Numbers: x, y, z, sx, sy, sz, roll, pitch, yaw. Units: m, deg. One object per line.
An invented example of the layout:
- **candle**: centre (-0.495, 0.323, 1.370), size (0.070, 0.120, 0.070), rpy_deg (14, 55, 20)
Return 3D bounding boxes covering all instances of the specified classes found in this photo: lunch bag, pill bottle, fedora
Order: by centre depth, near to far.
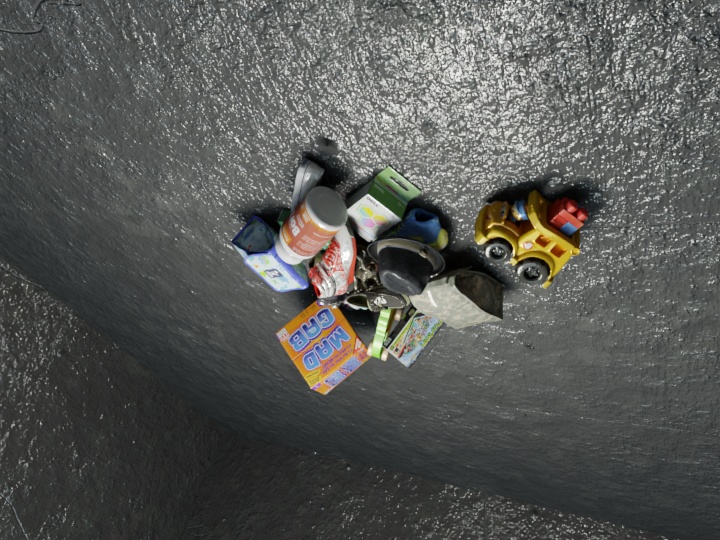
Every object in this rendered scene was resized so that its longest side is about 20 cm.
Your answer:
- **fedora**: centre (0.102, 0.000, 1.387), size (0.195, 0.094, 0.201), rpy_deg (11, 157, 4)
- **pill bottle**: centre (-0.123, -0.099, 1.391), size (0.111, 0.114, 0.200), rpy_deg (32, 138, -17)
- **lunch bag**: centre (0.241, 0.061, 1.491), size (0.197, 0.120, 0.162), rpy_deg (24, 153, -34)
- **lunch bag**: centre (-0.239, -0.035, 1.615), size (0.199, 0.128, 0.170), rpy_deg (28, 165, 49)

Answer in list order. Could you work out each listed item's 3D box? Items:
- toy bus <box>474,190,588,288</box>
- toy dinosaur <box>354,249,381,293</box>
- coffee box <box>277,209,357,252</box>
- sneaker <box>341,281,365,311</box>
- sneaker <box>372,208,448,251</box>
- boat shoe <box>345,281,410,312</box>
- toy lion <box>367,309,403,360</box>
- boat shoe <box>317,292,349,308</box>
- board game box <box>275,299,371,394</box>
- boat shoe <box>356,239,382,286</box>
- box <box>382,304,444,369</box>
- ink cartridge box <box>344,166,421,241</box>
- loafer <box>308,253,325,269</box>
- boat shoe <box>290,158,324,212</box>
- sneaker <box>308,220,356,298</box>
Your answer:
- **toy bus**: centre (0.358, -0.091, 1.202), size (0.197, 0.137, 0.193), rpy_deg (30, 136, -8)
- **toy dinosaur**: centre (0.000, 0.000, 1.523), size (0.199, 0.076, 0.104), rpy_deg (-13, 100, 66)
- **coffee box**: centre (-0.111, -0.098, 1.567), size (0.195, 0.045, 0.124), rpy_deg (9, 149, 23)
- **sneaker**: centre (-0.035, 0.053, 1.722), size (0.139, 0.079, 0.198), rpy_deg (35, 147, -23)
- **sneaker**: centre (0.112, -0.104, 1.404), size (0.195, 0.076, 0.107), rpy_deg (2, 128, 27)
- **boat shoe**: centre (0.042, 0.079, 1.552), size (0.198, 0.066, 0.073), rpy_deg (9, 138, 44)
- **toy lion**: centre (0.073, 0.147, 1.691), size (0.067, 0.204, 0.192), rpy_deg (18, 169, 9)
- **boat shoe**: centre (-0.078, 0.068, 1.598), size (0.071, 0.064, 0.200), rpy_deg (25, 179, 11)
- **board game box**: centre (-0.107, 0.228, 1.803), size (0.201, 0.198, 0.200), rpy_deg (52, 176, 18)
- **boat shoe**: centre (0.033, -0.008, 1.590), size (0.069, 0.070, 0.203), rpy_deg (21, 142, 34)
- **box**: centre (0.160, 0.164, 1.659), size (0.110, 0.201, 0.035), rpy_deg (40, 175, -30)
- **ink cartridge box**: centre (0.041, -0.150, 1.371), size (0.103, 0.060, 0.199), rpy_deg (35, 147, -18)
- **loafer**: centre (-0.091, -0.009, 1.584), size (0.066, 0.078, 0.199), rpy_deg (9, 172, -19)
- **boat shoe**: centre (-0.122, -0.185, 1.422), size (0.065, 0.073, 0.202), rpy_deg (24, 141, 4)
- **sneaker**: centre (-0.070, -0.022, 1.427), size (0.067, 0.106, 0.205), rpy_deg (50, 147, 46)
